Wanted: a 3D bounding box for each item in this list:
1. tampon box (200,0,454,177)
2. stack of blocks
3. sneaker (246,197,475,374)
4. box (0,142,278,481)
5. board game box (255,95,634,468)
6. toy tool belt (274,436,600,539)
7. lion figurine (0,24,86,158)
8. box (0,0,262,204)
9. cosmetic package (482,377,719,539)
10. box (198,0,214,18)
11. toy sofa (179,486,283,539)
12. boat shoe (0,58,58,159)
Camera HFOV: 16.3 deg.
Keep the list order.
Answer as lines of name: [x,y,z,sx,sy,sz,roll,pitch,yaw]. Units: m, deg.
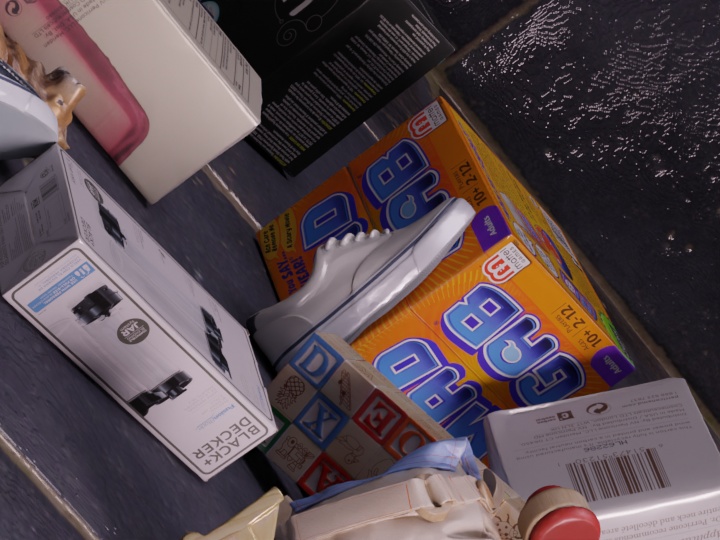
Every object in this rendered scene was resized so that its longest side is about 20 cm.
tampon box: [-0.043,-0.221,2.367,0.126,0.200,0.150,42,15,-46]
stack of blocks: [0.013,0.149,1.688,0.200,0.115,0.059,42,8,13]
sneaker: [0.000,0.000,1.910,0.071,0.200,0.073,48,-17,7]
box: [-0.141,0.028,1.562,0.200,0.060,0.117,46,13,-35]
board game box: [0.068,0.025,2.081,0.200,0.200,0.200,45,14,-38]
toy tool belt: [0.039,0.156,1.586,0.123,0.200,0.125,-114,-175,-49]
lion figurine: [-0.263,-0.140,1.582,0.200,0.072,0.123,16,50,-50]
box: [-0.176,-0.170,1.895,0.200,0.109,0.128,51,11,-17]
cosmetic package: [0.197,0.219,1.939,0.166,0.167,0.200,-107,-173,-62]
box: [-0.183,-0.210,2.077,0.200,0.032,0.121,48,37,-32]
toy sofa: [-0.037,0.227,1.384,0.200,0.098,0.083,54,-14,4]
boat shoe: [-0.250,-0.136,1.497,0.200,0.071,0.091,30,48,-54]
